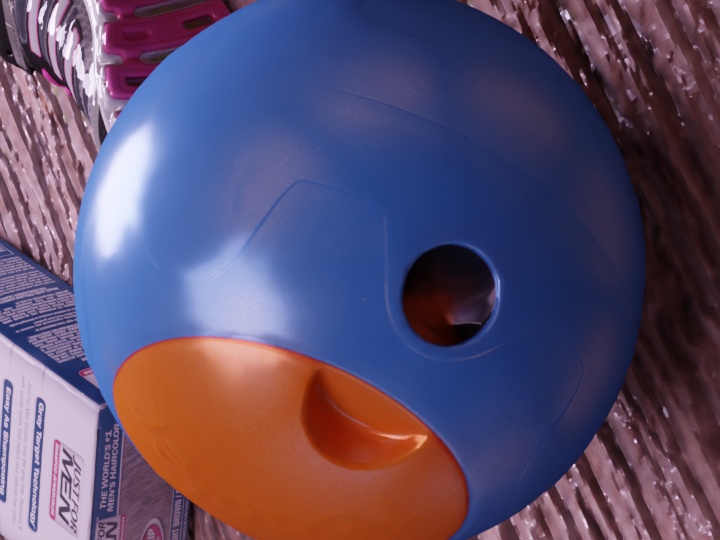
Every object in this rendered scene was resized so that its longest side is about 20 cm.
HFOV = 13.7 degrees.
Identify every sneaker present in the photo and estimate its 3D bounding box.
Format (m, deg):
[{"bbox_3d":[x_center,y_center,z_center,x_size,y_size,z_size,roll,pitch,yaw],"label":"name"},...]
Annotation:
[{"bbox_3d":[-0.105,-0.095,1.252,0.087,0.074,0.201,-44,64,51],"label":"sneaker"}]

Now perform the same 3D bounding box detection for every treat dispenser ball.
[{"bbox_3d":[0.000,0.000,1.044,0.200,0.200,0.202,20,117,47],"label":"treat dispenser ball"}]

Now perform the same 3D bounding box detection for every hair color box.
[{"bbox_3d":[-0.157,0.057,1.374,0.200,0.060,0.100,32,126,42],"label":"hair color box"}]
